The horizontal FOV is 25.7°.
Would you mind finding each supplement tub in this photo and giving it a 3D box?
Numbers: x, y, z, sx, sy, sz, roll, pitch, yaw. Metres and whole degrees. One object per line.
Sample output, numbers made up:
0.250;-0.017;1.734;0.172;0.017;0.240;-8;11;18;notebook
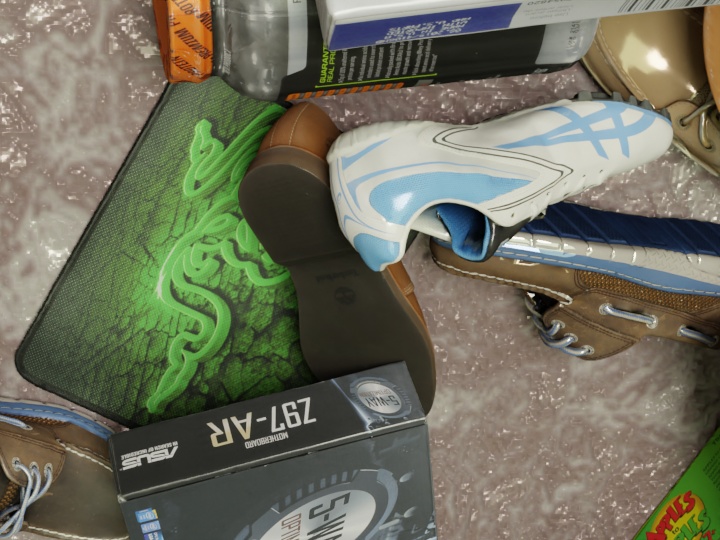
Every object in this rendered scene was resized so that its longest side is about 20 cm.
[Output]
0.004;-0.145;0.733;0.198;0.123;0.124;-7;113;-11;supplement tub

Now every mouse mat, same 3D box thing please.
-0.071;0.005;0.841;0.160;0.008;0.201;27;103;-22;mouse mat

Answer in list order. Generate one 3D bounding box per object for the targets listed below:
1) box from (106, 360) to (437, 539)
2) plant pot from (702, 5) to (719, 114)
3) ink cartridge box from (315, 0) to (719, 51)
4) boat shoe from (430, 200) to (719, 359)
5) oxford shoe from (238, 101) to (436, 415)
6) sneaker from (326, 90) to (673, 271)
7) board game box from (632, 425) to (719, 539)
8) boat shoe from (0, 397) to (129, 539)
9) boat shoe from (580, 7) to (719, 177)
-0.039;0.149;0.853;0.159;0.044;0.201;-13;133;-8;box
0.256;-0.114;0.741;0.139;0.200;0.202;-14;116;-30;plant pot
0.063;-0.201;0.672;0.198;0.041;0.202;-7;77;-9;ink cartridge box
0.126;0.009;0.845;0.198;0.072;0.073;8;112;-17;boat shoe
0.000;0.000;0.819;0.071;0.072;0.201;-4;131;19;oxford shoe
0.072;-0.044;0.768;0.199;0.072;0.073;-12;88;-31;sneaker
0.246;0.118;0.909;0.047;0.102;0.201;30;103;-22;board game box
-0.194;0.104;0.814;0.199;0.072;0.073;23;105;-21;boat shoe
0.192;-0.090;0.832;0.199;0.065;0.071;33;101;-23;boat shoe
